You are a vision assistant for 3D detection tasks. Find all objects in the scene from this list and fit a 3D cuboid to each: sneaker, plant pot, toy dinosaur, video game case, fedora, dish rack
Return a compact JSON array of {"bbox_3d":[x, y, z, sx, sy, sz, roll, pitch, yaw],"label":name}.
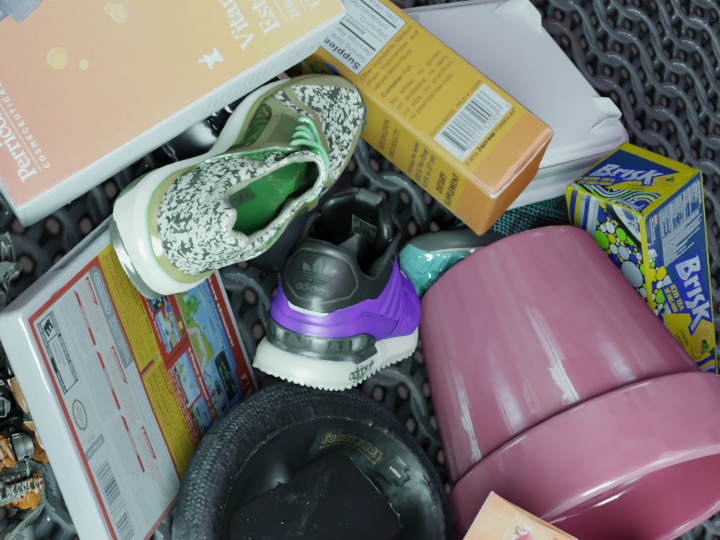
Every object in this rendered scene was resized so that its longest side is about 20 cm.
[{"bbox_3d":[0.088,-0.022,1.154,0.199,0.078,0.092,-3,57,-47],"label":"sneaker"},{"bbox_3d":[0.125,0.082,1.060,0.199,0.200,0.180,1,55,-42],"label":"plant pot"},{"bbox_3d":[-0.188,0.061,0.854,0.137,0.101,0.201,63,24,-22],"label":"toy dinosaur"},{"bbox_3d":[0.000,0.000,0.984,0.200,0.069,0.101,-37,140,-74],"label":"sneaker"},{"bbox_3d":[-0.115,0.047,0.888,0.200,0.017,0.144,-53,129,-61],"label":"video game case"},{"bbox_3d":[-0.040,0.158,0.926,0.199,0.091,0.203,19,59,-36],"label":"fedora"},{"bbox_3d":[0.095,-0.126,1.175,0.199,0.044,0.172,-16,63,-45],"label":"dish rack"},{"bbox_3d":[-0.041,-0.049,0.912,0.200,0.088,0.078,-44,119,-44],"label":"sneaker"}]

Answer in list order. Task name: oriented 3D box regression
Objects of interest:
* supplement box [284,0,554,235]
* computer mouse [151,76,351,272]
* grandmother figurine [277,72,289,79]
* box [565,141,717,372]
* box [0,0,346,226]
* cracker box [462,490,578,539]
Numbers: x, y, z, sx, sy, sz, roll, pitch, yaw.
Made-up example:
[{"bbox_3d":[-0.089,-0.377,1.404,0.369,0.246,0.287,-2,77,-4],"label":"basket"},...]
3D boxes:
[{"bbox_3d":[0.022,-0.115,1.064,0.200,0.067,0.069,41,71,11],"label":"supplement box"},{"bbox_3d":[-0.075,-0.068,0.990,0.139,0.053,0.200,-49,119,-5],"label":"computer mouse"},{"bbox_3d":[-0.107,-0.140,1.021,0.199,0.060,0.122,37,65,-23],"label":"grandmother figurine"},{"bbox_3d":[0.193,0.021,1.147,0.064,0.070,0.202,-34,130,-29],"label":"box"},{"bbox_3d":[-0.133,-0.141,0.893,0.199,0.106,0.153,-33,93,-10],"label":"box"},{"bbox_3d":[0.079,0.216,0.929,0.135,0.057,0.200,-58,154,-12],"label":"cracker box"}]
